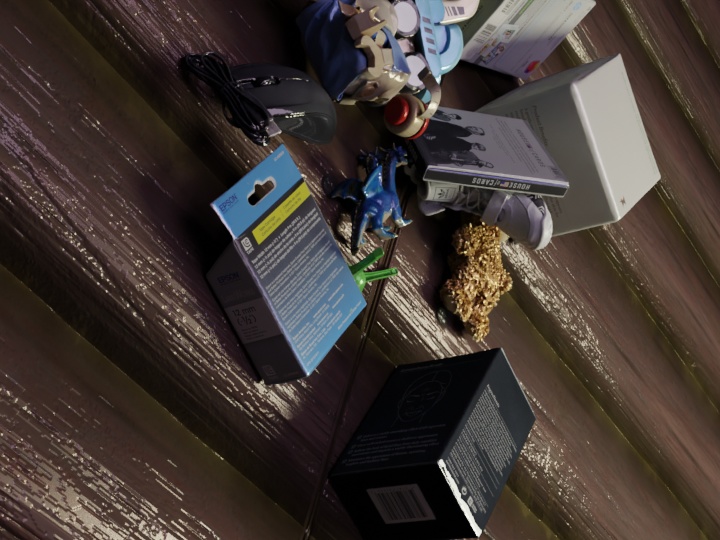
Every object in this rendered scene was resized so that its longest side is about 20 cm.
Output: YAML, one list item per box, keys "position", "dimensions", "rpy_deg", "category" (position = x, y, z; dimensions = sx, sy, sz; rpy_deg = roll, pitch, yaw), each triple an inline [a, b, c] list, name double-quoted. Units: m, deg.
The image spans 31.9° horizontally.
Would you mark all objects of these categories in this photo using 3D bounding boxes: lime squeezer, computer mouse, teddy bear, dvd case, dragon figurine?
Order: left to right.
- position: [-0.083, -0.183, 1.332]
  dimensions: [0.139, 0.053, 0.199]
  rpy_deg: [49, 22, 24]
  category: "computer mouse"
- position: [0.000, 0.000, 1.418]
  dimensions: [0.038, 0.070, 0.200]
  rpy_deg: [52, 1, 10]
  category: "lime squeezer"
- position: [0.007, -0.083, 1.453]
  dimensions: [0.200, 0.058, 0.101]
  rpy_deg: [-39, 109, -56]
  category: "dragon figurine"
- position: [0.145, -0.152, 1.560]
  dimensions: [0.197, 0.025, 0.151]
  rpy_deg: [6, 36, -24]
  category: "dvd case"
- position: [0.157, -0.008, 1.629]
  dimensions: [0.146, 0.066, 0.201]
  rpy_deg: [58, 40, -27]
  category: "teddy bear"

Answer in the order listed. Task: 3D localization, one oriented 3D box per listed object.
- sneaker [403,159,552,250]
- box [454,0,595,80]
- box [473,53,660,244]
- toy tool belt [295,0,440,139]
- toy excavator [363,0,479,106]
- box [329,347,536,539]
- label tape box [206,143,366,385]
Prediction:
- position: [0.142, -0.087, 1.566]
  dimensions: [0.114, 0.076, 0.200]
  rpy_deg: [-18, 53, -35]
  category: "sneaker"
- position: [0.223, -0.348, 1.756]
  dimensions: [0.199, 0.156, 0.041]
  rpy_deg: [4, 46, -52]
  category: "box"
- position: [0.293, -0.173, 1.777]
  dimensions: [0.200, 0.170, 0.202]
  rpy_deg: [-35, 107, -52]
  category: "box"
- position: [-0.008, -0.237, 1.396]
  dimensions: [0.122, 0.125, 0.202]
  rpy_deg: [14, 41, -51]
  category: "toy tool belt"
- position: [0.089, -0.304, 1.548]
  dimensions: [0.198, 0.099, 0.198]
  rpy_deg: [-9, 88, -33]
  category: "toy excavator"
- position: [0.084, 0.195, 1.394]
  dimensions: [0.108, 0.147, 0.200]
  rpy_deg: [60, 39, -21]
  category: "box"
- position: [-0.088, -0.006, 1.300]
  dimensions: [0.202, 0.065, 0.143]
  rpy_deg: [61, 38, -16]
  category: "label tape box"
